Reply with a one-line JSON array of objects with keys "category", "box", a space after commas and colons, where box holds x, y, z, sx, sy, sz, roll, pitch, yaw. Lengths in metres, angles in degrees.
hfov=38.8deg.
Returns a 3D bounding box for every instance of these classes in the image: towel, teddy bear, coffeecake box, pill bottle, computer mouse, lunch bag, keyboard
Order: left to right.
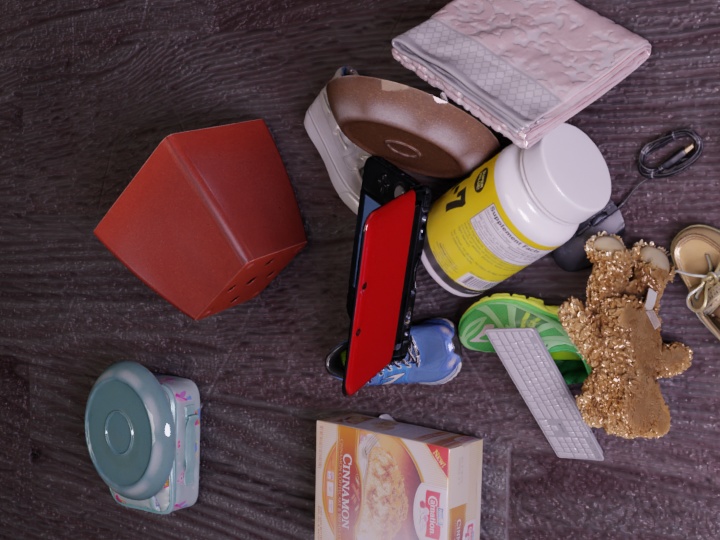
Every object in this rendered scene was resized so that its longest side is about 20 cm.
[{"category": "lunch bag", "box": [-0.306, 0.252, 1.514, 0.158, 0.076, 0.204, 3, 95, 40]}, {"category": "coffeecake box", "box": [0.042, 0.262, 1.198, 0.197, 0.072, 0.157, 4, 94, 39]}, {"category": "pill bottle", "box": [0.156, -0.061, 1.055, 0.199, 0.113, 0.116, -36, 70, 47]}, {"category": "towel", "box": [0.159, -0.225, 1.031, 0.199, 0.190, 0.033, 40, 153, 30]}, {"category": "keyboard", "box": [0.190, 0.129, 1.045, 0.056, 0.011, 0.201, -8, 129, 35]}, {"category": "computer mouse", "box": [0.264, -0.070, 1.035, 0.200, 0.034, 0.059, -49, 62, 31]}, {"category": "teddy bear", "box": [0.255, 0.062, 0.992, 0.067, 0.143, 0.204, -21, 76, 60]}]

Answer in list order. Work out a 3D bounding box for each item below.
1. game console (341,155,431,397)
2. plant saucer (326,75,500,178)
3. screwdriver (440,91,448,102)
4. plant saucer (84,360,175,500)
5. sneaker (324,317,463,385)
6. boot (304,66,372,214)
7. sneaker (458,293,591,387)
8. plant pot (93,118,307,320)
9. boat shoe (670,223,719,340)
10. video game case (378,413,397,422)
[{"category": "game console", "box": [0.000, 0.000, 1.084, 0.172, 0.117, 0.204, 39, 128, 50]}, {"category": "plant saucer", "box": [0.050, -0.143, 1.080, 0.198, 0.200, 0.037, 14, 78, 39]}, {"category": "screwdriver", "box": [0.102, -0.156, 1.076, 0.029, 0.200, 0.028, -16, 78, 4]}, {"category": "plant saucer", "box": [-0.341, 0.233, 1.477, 0.198, 0.027, 0.205, 3, 94, 40]}, {"category": "sneaker", "box": [0.036, 0.105, 1.200, 0.198, 0.088, 0.080, -16, 84, 43]}, {"category": "boot", "box": [0.004, -0.151, 1.224, 0.202, 0.073, 0.096, 57, 131, 23]}, {"category": "sneaker", "box": [0.180, 0.078, 1.075, 0.198, 0.084, 0.075, 6, 140, 40]}, {"category": "plant pot", "box": [-0.189, -0.055, 1.332, 0.200, 0.199, 0.177, -42, 78, 33]}, {"category": "boat shoe", "box": [0.356, 0.038, 0.944, 0.201, 0.062, 0.074, 54, 124, 25]}, {"category": "video game case", "box": [0.040, 0.301, 1.261, 0.143, 0.018, 0.203, 37, 115, 33]}]
